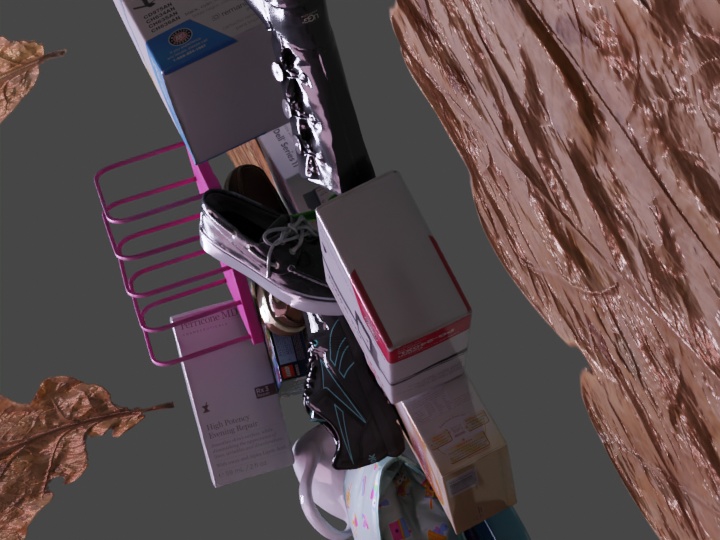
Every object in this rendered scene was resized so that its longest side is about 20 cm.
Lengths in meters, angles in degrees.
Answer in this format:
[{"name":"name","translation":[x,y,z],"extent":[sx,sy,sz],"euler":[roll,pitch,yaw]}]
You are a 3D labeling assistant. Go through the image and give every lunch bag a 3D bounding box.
[{"name":"lunch bag","translation":[0.053,0.279,1.674],"extent":[0.170,0.121,0.201],"euler":[-166,58,-81]}]

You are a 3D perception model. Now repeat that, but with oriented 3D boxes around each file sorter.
[{"name":"file sorter","translation":[-0.200,-0.018,1.671],"extent":[0.139,0.125,0.201],"euler":[-120,14,-56]}]

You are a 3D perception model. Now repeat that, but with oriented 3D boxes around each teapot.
[{"name":"teapot","translation":[0.020,0.241,1.841],"extent":[0.197,0.199,0.147],"euler":[90,156,-74]}]

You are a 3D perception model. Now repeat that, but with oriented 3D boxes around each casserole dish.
[{"name":"casserole dish","translation":[0.137,0.255,1.644],"extent":[0.200,0.039,0.121],"euler":[61,173,35]}]

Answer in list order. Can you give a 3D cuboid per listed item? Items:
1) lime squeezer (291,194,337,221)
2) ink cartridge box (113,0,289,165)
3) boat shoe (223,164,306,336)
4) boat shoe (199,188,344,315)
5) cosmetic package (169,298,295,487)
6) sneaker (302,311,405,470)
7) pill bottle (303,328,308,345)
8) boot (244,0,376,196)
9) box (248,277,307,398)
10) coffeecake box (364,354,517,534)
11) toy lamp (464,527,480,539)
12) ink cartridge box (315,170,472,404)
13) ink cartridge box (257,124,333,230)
[{"name":"lime squeezer","translation":[-0.017,-0.064,1.543],"extent":[0.200,0.070,0.038],"euler":[-5,81,52]},{"name":"ink cartridge box","translation":[-0.147,-0.241,1.502],"extent":[0.200,0.147,0.145],"euler":[59,172,34]},{"name":"boat shoe","translation":[-0.087,-0.034,1.661],"extent":[0.075,0.074,0.203],"euler":[-44,60,47]},{"name":"boat shoe","translation":[-0.075,-0.024,1.522],"extent":[0.199,0.074,0.068],"euler":[31,140,26]},{"name":"cosmetic package","translation":[-0.148,0.138,1.784],"extent":[0.074,0.101,0.201],"euler":[177,77,-81]},{"name":"sneaker","translation":[-0.027,0.103,1.537],"extent":[0.075,0.079,0.201],"euler":[86,159,-75]},{"name":"pill bottle","translation":[-0.021,0.075,1.851],"extent":[0.120,0.119,0.200],"euler":[65,174,-9]},{"name":"boot","translation":[-0.055,-0.180,1.328],"extent":[0.165,0.065,0.201],"euler":[-125,14,-54]},{"name":"box","translation":[-0.095,0.070,1.786],"extent":[0.200,0.038,0.137],"euler":[116,139,-78]},{"name":"coffeecake box","translation":[0.074,0.135,1.525],"extent":[0.200,0.073,0.154],"euler":[61,174,30]},{"name":"toy lamp","translation":[0.160,0.348,1.753],"extent":[0.201,0.058,0.058],"euler":[63,174,-12]},{"name":"ink cartridge box","translation":[0.030,0.021,1.378],"extent":[0.146,0.083,0.200],"euler":[62,173,17]},{"name":"ink cartridge box","translation":[-0.060,-0.110,1.669],"extent":[0.117,0.067,0.200],"euler":[59,172,39]}]
